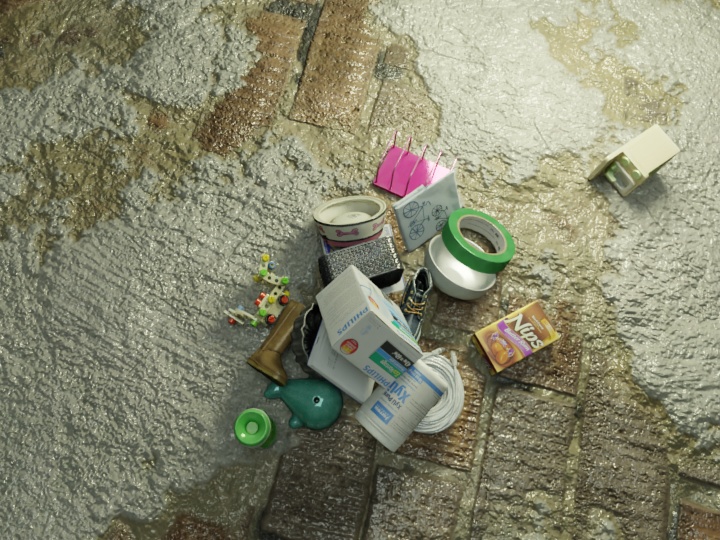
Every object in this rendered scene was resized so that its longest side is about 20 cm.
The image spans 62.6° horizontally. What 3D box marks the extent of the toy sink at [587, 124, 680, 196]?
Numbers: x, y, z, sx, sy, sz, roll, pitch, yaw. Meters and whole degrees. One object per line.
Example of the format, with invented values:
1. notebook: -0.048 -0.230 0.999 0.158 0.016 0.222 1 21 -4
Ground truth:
1. toy sink: 0.779 -0.298 1.691 0.199 0.131 0.112 -32 76 -13

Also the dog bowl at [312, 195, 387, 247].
1. dog bowl: -0.025 -0.130 1.578 0.198 0.200 0.074 -11 117 -6

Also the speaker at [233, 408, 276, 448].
1. speaker: -0.243 0.373 1.384 0.087 0.200 0.089 1 72 -3

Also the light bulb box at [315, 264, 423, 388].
1. light bulb box: 0.018 0.128 1.374 0.125 0.198 0.200 -42 32 11

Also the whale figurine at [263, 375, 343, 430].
1. whale figurine: -0.140 0.311 1.460 0.198 0.104 0.160 23 73 6

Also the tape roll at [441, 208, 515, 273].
1. tape roll: 0.317 -0.081 1.590 0.199 0.048 0.202 15 43 -14

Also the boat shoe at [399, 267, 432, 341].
1. boat shoe: 0.133 0.091 1.494 0.070 0.091 0.202 15 59 -6

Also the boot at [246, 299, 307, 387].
1. boot: -0.187 0.175 1.483 0.174 0.066 0.201 19 67 49

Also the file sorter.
1. file sorter: 0.155 -0.283 1.657 0.199 0.126 0.140 25 73 5

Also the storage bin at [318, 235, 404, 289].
1. storage bin: 0.000 0.000 1.507 0.198 0.135 0.095 -17 73 -8

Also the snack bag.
1. snack bag: 0.185 -0.162 1.588 0.199 0.189 0.021 -34 50 -7

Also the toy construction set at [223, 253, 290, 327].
1. toy construction set: -0.260 0.070 1.539 0.131 0.092 0.201 39 80 -14

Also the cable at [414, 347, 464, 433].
1. cable: 0.162 0.309 1.495 0.198 0.069 0.202 -11 73 -5

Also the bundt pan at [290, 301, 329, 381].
1. bundt pan: -0.095 0.174 1.453 0.075 0.201 0.204 -15 67 40

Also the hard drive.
1. hard drive: -0.036 0.219 1.428 0.200 0.025 0.133 42 49 -32

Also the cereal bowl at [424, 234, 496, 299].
1. cereal bowl: 0.255 0.001 1.573 0.198 0.084 0.201 14 45 -15

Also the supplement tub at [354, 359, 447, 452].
1. supplement tub: 0.097 0.306 1.391 0.132 0.132 0.200 39 83 10

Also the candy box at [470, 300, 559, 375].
1. candy box: 0.406 0.176 1.557 0.199 0.057 0.117 -26 74 -12

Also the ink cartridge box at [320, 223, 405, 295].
1. ink cartridge box: 0.005 -0.014 1.606 0.198 0.047 0.199 -10 71 -8
